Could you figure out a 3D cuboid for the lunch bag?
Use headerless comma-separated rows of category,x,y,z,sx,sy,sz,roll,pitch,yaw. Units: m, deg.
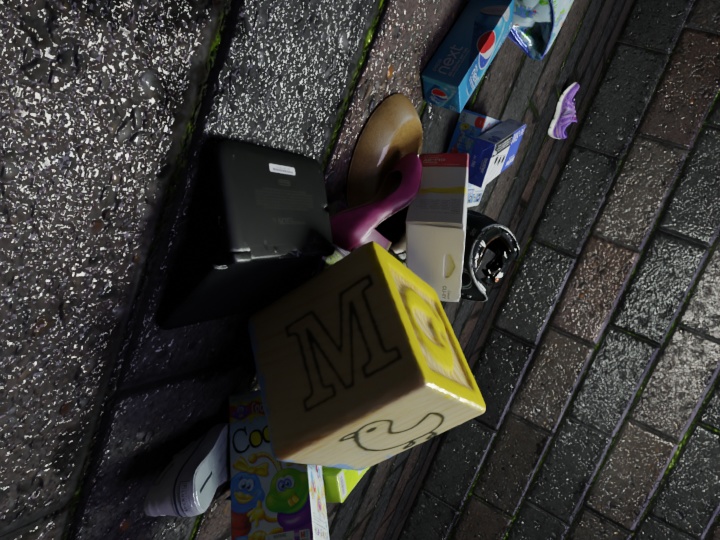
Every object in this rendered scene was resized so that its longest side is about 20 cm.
lunch bag,0.348,-0.526,1.028,0.200,0.127,0.170,31,84,-59

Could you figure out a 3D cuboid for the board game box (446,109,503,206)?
board game box,0.239,-0.237,1.183,0.200,0.056,0.196,-18,129,-62

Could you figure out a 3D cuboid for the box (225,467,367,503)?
box,-0.099,0.312,0.850,0.122,0.200,0.048,-17,98,-68

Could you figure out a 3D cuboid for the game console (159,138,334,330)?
game console,-0.126,-0.038,0.608,0.200,0.116,0.176,-11,93,-65

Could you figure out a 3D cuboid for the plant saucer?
plant saucer,0.048,-0.168,0.844,0.200,0.035,0.200,-49,153,-34

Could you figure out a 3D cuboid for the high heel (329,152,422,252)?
high heel,0.021,-0.109,0.751,0.096,0.067,0.200,38,56,-24

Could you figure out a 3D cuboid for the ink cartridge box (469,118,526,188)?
ink cartridge box,0.280,-0.246,1.129,0.200,0.044,0.094,-38,148,-49

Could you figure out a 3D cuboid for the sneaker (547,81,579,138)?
sneaker,0.740,-0.567,1.946,0.081,0.083,0.200,-36,143,-52

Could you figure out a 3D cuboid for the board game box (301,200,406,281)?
board game box,0.000,0.000,0.801,0.200,0.032,0.120,40,65,-46

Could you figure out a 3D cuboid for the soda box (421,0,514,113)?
soda box,0.177,-0.359,0.889,0.200,0.068,0.064,-59,158,-15

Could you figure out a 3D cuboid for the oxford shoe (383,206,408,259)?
oxford shoe,0.069,-0.072,0.977,0.200,0.073,0.085,-37,122,-46

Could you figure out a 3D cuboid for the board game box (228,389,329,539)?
board game box,-0.109,0.268,0.723,0.105,0.103,0.200,76,4,-58

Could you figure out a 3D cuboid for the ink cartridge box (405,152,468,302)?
ink cartridge box,0.121,-0.071,0.844,0.200,0.083,0.145,-74,164,-49

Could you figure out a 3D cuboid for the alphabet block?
alphabet block,0.006,0.116,0.688,0.200,0.197,0.195,-32,146,19

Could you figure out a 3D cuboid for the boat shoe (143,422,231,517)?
boat shoe,-0.202,0.238,0.671,0.200,0.067,0.074,46,34,-86

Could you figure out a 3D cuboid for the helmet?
helmet,0.222,-0.036,1.182,0.200,0.191,0.200,-8,104,-34
